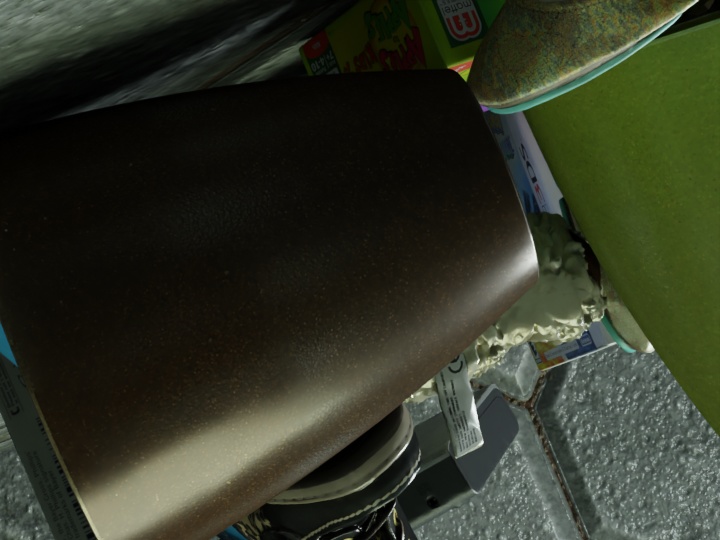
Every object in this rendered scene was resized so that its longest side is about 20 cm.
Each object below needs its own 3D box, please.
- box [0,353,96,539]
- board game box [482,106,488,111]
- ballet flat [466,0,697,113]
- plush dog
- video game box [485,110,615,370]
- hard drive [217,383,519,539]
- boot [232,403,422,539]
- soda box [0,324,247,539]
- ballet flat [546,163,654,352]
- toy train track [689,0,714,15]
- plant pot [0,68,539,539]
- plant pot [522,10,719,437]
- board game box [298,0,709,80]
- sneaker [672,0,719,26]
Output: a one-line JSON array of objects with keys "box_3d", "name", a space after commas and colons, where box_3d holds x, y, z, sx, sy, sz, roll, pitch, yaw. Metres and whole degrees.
[{"box_3d": [-0.100, 0.051, 1.258, 0.105, 0.185, 0.199, -29, 173, 40], "name": "box"}, {"box_3d": [0.140, -0.137, 1.300, 0.199, 0.033, 0.120, -22, 180, -23], "name": "board game box"}, {"box_3d": [0.122, -0.135, 0.893, 0.199, 0.071, 0.071, -27, 176, -2], "name": "ballet flat"}, {"box_3d": [0.000, 0.000, 1.136, 0.161, 0.199, 0.172, -56, -158, -1], "name": "plush dog"}, {"box_3d": [0.121, -0.033, 1.449, 0.046, 0.184, 0.200, -18, 175, -9], "name": "video game box"}, {"box_3d": [-0.016, 0.135, 1.185, 0.199, 0.033, 0.140, -31, -178, 17], "name": "hard drive"}, {"box_3d": [0.010, 0.133, 0.996, 0.073, 0.151, 0.200, -39, -174, -24], "name": "boot"}, {"box_3d": [-0.102, 0.054, 1.097, 0.068, 0.200, 0.064, 2, -127, 57], "name": "soda box"}, {"box_3d": [0.136, -0.045, 1.202, 0.062, 0.201, 0.067, -33, 135, 18], "name": "ballet flat"}, {"box_3d": [0.213, -0.155, 1.056, 0.115, 0.032, 0.200, -55, -166, -25], "name": "toy train track"}, {"box_3d": [-0.036, 0.000, 0.895, 0.199, 0.188, 0.187, -22, 176, -3], "name": "plant pot"}, {"box_3d": [0.190, -0.024, 1.089, 0.186, 0.202, 0.187, -18, -176, 1], "name": "plant pot"}, {"box_3d": [0.082, -0.121, 1.004, 0.199, 0.048, 0.101, -21, 175, -32], "name": "board game box"}, {"box_3d": [0.200, -0.135, 1.211, 0.104, 0.060, 0.200, -29, 168, -11], "name": "sneaker"}]
